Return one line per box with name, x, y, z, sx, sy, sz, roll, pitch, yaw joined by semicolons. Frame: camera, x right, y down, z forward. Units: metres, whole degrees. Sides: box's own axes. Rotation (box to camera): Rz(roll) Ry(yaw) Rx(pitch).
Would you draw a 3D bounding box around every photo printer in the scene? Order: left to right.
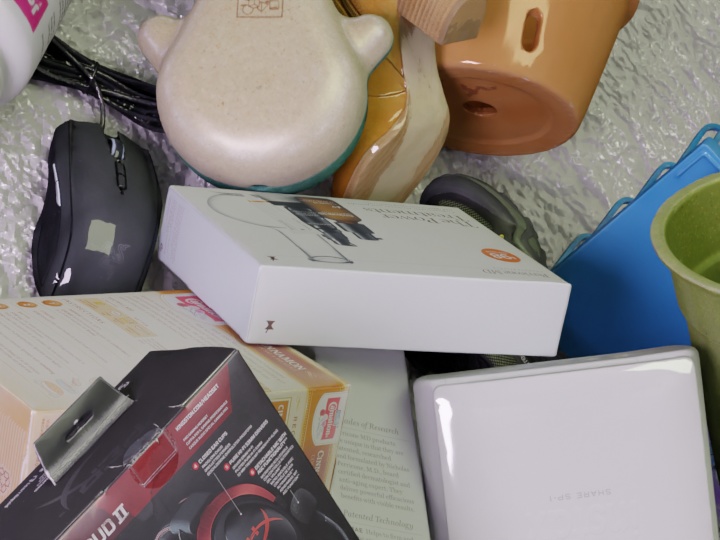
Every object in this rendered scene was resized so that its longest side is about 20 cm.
photo printer;0.122;0.151;1.295;0.166;0.069;0.200;-6;92;-4

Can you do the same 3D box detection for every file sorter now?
file sorter;0.231;-0.008;1.523;0.139;0.200;0.123;44;41;-3

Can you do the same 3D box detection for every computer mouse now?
computer mouse;-0.175;-0.067;1.354;0.140;0.046;0.200;27;47;-23

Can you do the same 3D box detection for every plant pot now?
plant pot;0.090;-0.169;1.548;0.200;0.200;0.140;21;67;-26
plant pot;0.276;0.057;1.353;0.200;0.190;0.200;-4;27;2

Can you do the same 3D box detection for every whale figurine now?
whale figurine;-0.058;-0.140;1.417;0.159;0.104;0.200;-2;70;4

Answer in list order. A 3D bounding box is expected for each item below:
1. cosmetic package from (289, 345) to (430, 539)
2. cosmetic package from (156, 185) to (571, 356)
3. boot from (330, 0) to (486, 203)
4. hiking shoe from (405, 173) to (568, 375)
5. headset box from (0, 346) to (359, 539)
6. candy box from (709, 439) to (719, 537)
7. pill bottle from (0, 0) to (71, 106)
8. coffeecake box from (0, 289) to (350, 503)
cosmetic package;-0.017;0.144;1.288;0.074;0.102;0.200;14;51;-33
cosmetic package;0.000;0.000;1.333;0.200;0.052;0.151;3;19;-27
boot;-0.006;-0.138;1.473;0.071;0.201;0.144;-9;42;-48
hiking shoe;0.071;0.025;1.461;0.101;0.076;0.200;0;61;-42
headset box;-0.085;0.143;1.093;0.149;0.075;0.200;-48;118;-33
candy box;0.235;0.195;1.471;0.168;0.072;0.200;4;58;-36
pill bottle;-0.228;-0.164;1.319;0.113;0.113;0.200;33;47;-15
coffeecake box;-0.132;0.071;1.213;0.200;0.073;0.153;-3;21;-39
